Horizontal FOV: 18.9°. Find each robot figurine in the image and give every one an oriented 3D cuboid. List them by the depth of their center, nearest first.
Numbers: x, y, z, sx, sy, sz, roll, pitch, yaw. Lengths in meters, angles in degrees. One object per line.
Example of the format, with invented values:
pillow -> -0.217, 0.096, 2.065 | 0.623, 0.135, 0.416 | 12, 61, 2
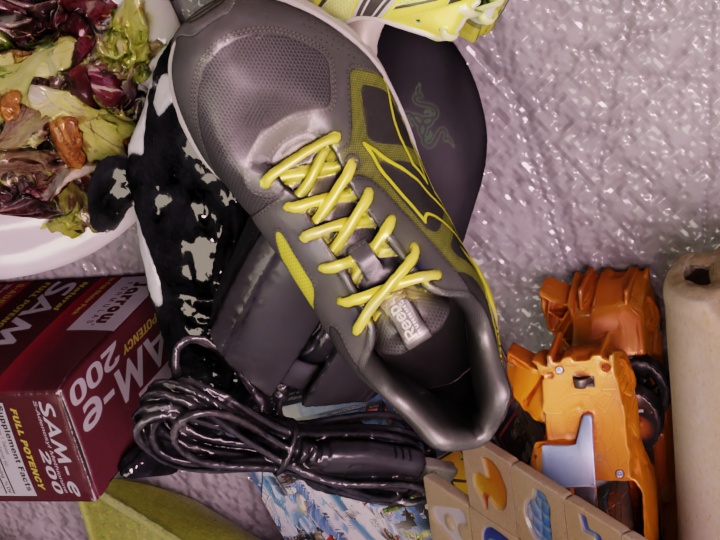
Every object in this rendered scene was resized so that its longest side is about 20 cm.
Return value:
robot figurine -> 0.101, 0.109, 0.885 | 0.058, 0.145, 0.202 | 0, 110, 17

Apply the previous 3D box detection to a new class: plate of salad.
plate of salad -> -0.171, -0.074, 0.927 | 0.198, 0.048, 0.201 | -2, 123, -3

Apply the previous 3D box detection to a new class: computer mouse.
computer mouse -> 0.000, 0.000, 0.863 | 0.137, 0.053, 0.202 | 14, 100, -21

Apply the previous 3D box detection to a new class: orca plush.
orca plush -> -0.071, 0.001, 0.911 | 0.104, 0.071, 0.201 | 17, 107, -7

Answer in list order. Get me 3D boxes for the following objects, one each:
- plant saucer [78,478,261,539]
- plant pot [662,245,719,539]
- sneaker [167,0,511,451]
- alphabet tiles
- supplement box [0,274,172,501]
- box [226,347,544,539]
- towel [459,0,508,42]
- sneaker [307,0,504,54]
plant saucer -> -0.044, 0.201, 1.036 | 0.199, 0.048, 0.201 | 23, 133, 47
plant pot -> 0.193, 0.076, 0.797 | 0.199, 0.200, 0.185 | -5, 106, 30
sneaker -> 0.004, -0.016, 0.783 | 0.074, 0.085, 0.200 | -35, 121, 4
alphabet tiles -> 0.086, 0.156, 0.819 | 0.200, 0.006, 0.168 | 29, 134, 52
supplement box -> -0.186, 0.055, 1.016 | 0.198, 0.109, 0.061 | -3, 117, 28
box -> 0.039, 0.129, 0.989 | 0.136, 0.040, 0.201 | -14, 112, 35
towel -> 0.051, -0.182, 0.800 | 0.086, 0.018, 0.201 | 32, 129, 5
sneaker -> 0.043, -0.128, 0.777 | 0.199, 0.075, 0.077 | -15, 97, 46
